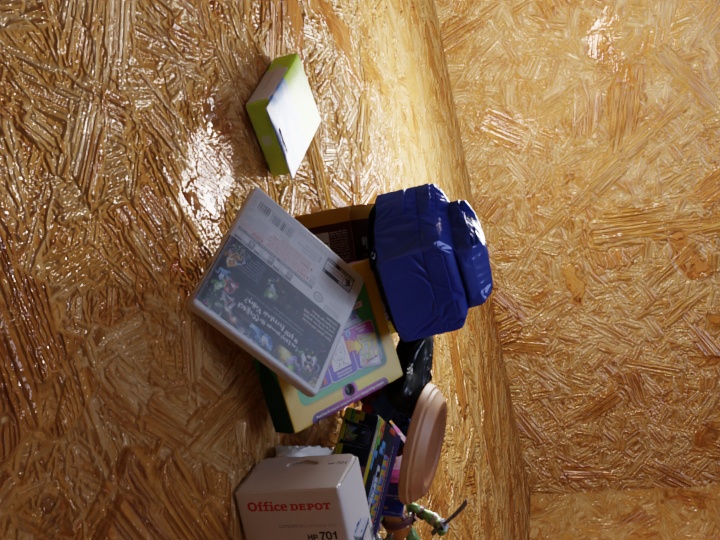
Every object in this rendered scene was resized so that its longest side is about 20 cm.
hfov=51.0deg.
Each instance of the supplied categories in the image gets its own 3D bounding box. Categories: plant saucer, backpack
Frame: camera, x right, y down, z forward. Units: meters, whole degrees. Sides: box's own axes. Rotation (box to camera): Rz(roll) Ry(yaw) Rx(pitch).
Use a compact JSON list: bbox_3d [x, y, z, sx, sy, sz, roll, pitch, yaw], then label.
[{"bbox_3d":[0.110,0.295,1.273,0.200,0.037,0.206,12,89,-74],"label":"plant saucer"},{"bbox_3d":[0.096,-0.023,1.075,0.202,0.163,0.166,-97,174,-57],"label":"backpack"}]

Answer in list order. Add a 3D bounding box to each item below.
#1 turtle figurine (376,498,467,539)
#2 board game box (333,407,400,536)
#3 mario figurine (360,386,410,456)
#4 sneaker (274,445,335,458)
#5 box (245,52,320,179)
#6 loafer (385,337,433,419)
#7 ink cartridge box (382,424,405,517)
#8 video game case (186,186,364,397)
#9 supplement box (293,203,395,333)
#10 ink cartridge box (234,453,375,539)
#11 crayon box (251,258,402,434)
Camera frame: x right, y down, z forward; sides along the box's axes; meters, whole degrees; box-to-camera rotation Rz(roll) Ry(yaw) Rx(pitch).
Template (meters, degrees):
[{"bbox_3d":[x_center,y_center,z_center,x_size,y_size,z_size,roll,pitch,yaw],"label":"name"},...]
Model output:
[{"bbox_3d":[0.082,0.485,1.342,0.142,0.197,0.199,-27,117,-39],"label":"turtle figurine"},{"bbox_3d":[-0.004,0.319,1.096,0.166,0.055,0.205,53,50,-64],"label":"board game box"},{"bbox_3d":[0.021,0.227,1.341,0.202,0.104,0.124,58,29,-18],"label":"mario figurine"},{"bbox_3d":[-0.066,0.297,1.076,0.200,0.075,0.082,49,47,-58],"label":"sneaker"},{"bbox_3d":[-0.118,-0.239,1.171,0.202,0.046,0.124,-74,150,-52],"label":"box"},{"bbox_3d":[0.095,0.172,1.333,0.071,0.067,0.202,52,37,-25],"label":"loafer"},{"bbox_3d":[0.045,0.354,1.353,0.201,0.092,0.038,-68,155,-57],"label":"ink cartridge box"},{"bbox_3d":[-0.098,0.027,0.946,0.199,0.023,0.184,40,54,-24],"label":"video game case"},{"bbox_3d":[0.000,0.000,1.220,0.195,0.130,0.206,-12,95,-54],"label":"supplement box"},{"bbox_3d":[-0.060,0.346,0.943,0.086,0.143,0.205,-41,121,-67],"label":"ink cartridge box"},{"bbox_3d":[-0.051,0.098,1.029,0.197,0.058,0.177,-21,95,-36],"label":"crayon box"}]
